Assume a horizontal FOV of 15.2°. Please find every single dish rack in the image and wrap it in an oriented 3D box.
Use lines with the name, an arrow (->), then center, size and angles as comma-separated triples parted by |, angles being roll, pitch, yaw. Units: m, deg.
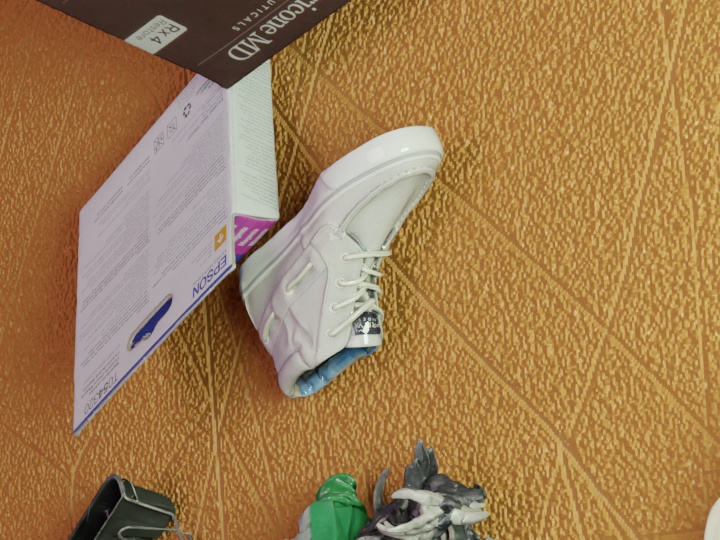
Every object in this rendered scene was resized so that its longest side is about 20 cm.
dish rack -> -0.149, 0.252, 1.754 | 0.154, 0.054, 0.200 | -58, 36, 30

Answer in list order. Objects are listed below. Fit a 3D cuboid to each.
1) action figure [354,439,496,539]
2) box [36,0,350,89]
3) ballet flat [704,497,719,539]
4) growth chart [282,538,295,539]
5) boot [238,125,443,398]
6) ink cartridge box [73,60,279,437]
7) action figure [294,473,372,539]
action figure -> 0.043, 0.171, 1.509 | 0.200, 0.102, 0.119 | 29, 120, 50
box -> -0.108, -0.245, 1.637 | 0.166, 0.200, 0.164 | -32, 45, 44
ballet flat -> 0.218, 0.097, 1.330 | 0.068, 0.068, 0.200 | 41, 116, 46
growth chart -> -0.058, 0.264, 1.649 | 0.145, 0.018, 0.200 | 163, 110, -73
boot -> 0.000, 0.000, 1.618 | 0.200, 0.073, 0.096 | -46, 58, 48
ink cartridge box -> -0.120, -0.016, 1.736 | 0.196, 0.043, 0.200 | -45, 36, 37
action figure -> -0.016, 0.204, 1.565 | 0.055, 0.118, 0.200 | -24, 44, 32
